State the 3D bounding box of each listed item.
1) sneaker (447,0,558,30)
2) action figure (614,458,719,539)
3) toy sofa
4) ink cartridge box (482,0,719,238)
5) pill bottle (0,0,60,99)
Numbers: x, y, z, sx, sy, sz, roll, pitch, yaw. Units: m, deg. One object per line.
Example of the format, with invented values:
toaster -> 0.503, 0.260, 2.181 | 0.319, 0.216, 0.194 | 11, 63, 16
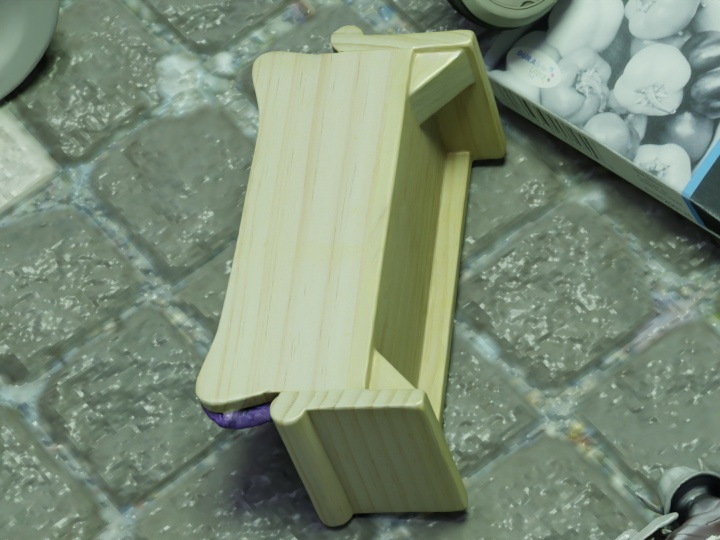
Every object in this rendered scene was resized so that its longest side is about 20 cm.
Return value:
sneaker -> 0.053, -0.172, 1.331 | 0.074, 0.106, 0.201 | 18, 54, -19
action figure -> 0.166, 0.141, 1.108 | 0.130, 0.069, 0.200 | -35, 52, -5
toy sofa -> 0.000, 0.000, 1.229 | 0.097, 0.083, 0.201 | -3, 54, 15
ink cartridge box -> 0.182, -0.114, 1.260 | 0.198, 0.043, 0.200 | 34, 84, 33
pill bottle -> -0.230, -0.170, 1.377 | 0.111, 0.111, 0.200 | -29, 55, -10
